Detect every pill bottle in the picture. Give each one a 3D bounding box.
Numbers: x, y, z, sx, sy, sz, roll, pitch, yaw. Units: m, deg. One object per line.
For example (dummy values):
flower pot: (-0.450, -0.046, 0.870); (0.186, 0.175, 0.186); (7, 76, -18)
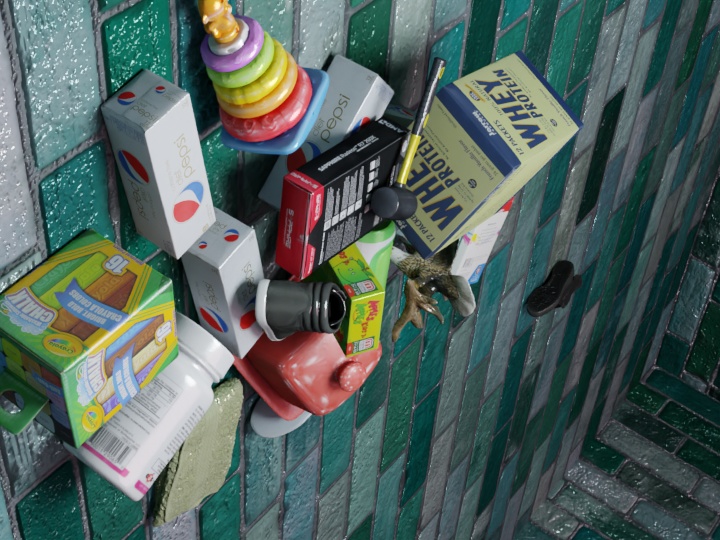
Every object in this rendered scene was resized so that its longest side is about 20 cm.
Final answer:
pill bottle: (-0.243, 0.155, 1.491); (0.201, 0.113, 0.114); (-53, 156, -15)

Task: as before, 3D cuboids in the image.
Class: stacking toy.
stacking toy: (-0.124, -0.221, 1.334); (0.117, 0.109, 0.200); (-67, 150, -24)

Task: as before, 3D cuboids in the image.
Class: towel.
towel: (-0.220, 0.249, 1.743); (0.148, 0.036, 0.202); (-33, 144, -49)

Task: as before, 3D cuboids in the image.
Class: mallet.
mallet: (0.060, -0.154, 1.519); (0.066, 0.041, 0.202); (-17, 125, -61)

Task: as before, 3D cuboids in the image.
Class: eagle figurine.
eagle figurine: (0.095, -0.017, 1.902); (0.151, 0.151, 0.201); (48, 38, -24)

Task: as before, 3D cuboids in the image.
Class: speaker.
speaker: (0.000, 0.000, 1.839); (0.088, 0.088, 0.202); (-38, 148, -41)

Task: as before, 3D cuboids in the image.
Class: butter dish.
butter dish: (-0.047, 0.114, 1.737); (0.200, 0.147, 0.200); (-45, 133, -10)

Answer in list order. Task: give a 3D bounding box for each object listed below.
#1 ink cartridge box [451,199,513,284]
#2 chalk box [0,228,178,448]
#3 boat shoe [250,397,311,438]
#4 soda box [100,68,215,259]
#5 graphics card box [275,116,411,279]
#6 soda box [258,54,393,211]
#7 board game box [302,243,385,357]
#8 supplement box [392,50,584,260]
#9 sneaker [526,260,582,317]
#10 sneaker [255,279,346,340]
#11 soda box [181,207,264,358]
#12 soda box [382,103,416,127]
ink cartridge box: (0.186, -0.076, 2.146); (0.116, 0.067, 0.202); (-12, 128, -61)
chalk box: (-0.294, 0.079, 1.285); (0.200, 0.124, 0.125); (-44, 152, -35)
boat shoe: (-0.082, 0.173, 1.892); (0.200, 0.073, 0.068); (-48, 174, -13)
soda box: (-0.205, -0.106, 1.327); (0.068, 0.063, 0.201); (-47, 154, -27)
graphics card box: (-0.020, -0.089, 1.527); (0.199, 0.051, 0.127); (-35, 145, -41)
soda box: (-0.042, -0.156, 1.575); (0.201, 0.068, 0.064); (-61, 156, 0)
board game box: (-0.035, 0.000, 1.624); (0.047, 0.201, 0.102); (-15, 138, -20)
supplement box: (0.144, -0.150, 1.651); (0.199, 0.135, 0.200); (-32, 168, -48)
sneaker: (0.424, 0.056, 2.789); (0.200, 0.060, 0.105); (-49, 150, -31)
sneaker: (-0.063, 0.052, 1.555); (0.200, 0.098, 0.072); (55, 42, -80)
soda box: (-0.159, 0.018, 1.534); (0.068, 0.063, 0.201); (-51, 156, -26)
soda box: (0.030, -0.185, 1.710); (0.199, 0.063, 0.069); (0, 118, -64)
